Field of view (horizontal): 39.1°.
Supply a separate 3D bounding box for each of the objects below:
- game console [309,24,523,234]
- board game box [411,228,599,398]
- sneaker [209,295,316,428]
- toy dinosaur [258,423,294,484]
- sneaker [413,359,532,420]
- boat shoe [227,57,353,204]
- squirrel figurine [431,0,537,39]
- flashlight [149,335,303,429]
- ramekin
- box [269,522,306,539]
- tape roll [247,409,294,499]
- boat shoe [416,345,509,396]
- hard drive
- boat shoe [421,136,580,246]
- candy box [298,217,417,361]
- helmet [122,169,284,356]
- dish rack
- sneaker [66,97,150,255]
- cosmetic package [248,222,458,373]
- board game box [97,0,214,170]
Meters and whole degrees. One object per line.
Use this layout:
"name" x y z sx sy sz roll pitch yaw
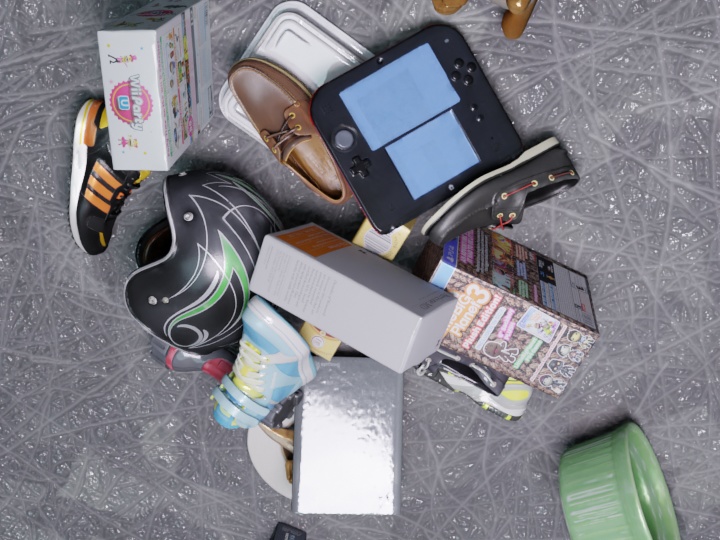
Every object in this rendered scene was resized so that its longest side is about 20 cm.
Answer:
"game console" 0.060 -0.161 1.128 0.200 0.031 0.177 -31 89 -10
"board game box" 0.165 0.036 1.197 0.200 0.159 0.097 25 115 -4
"sneaker" -0.123 0.116 1.157 0.131 0.200 0.080 -42 63 -13
"toy dinosaur" -0.074 0.233 1.341 0.200 0.060 0.106 14 86 -4
"sneaker" 0.130 0.116 1.296 0.200 0.075 0.077 27 94 -9
"boat shoe" -0.073 -0.156 1.142 0.072 0.068 0.200 -37 104 20
"squirrel figurine" 0.117 -0.366 1.055 0.186 0.142 0.200 25 101 6
"flashlight" -0.175 0.133 1.290 0.200 0.068 0.068 31 99 21
"ramekin" 0.327 0.301 1.283 0.098 0.200 0.200 -20 111 23
"box" -0.142 0.483 1.436 0.051 0.158 0.200 23 114 -4
"tape roll" -0.053 0.231 1.379 0.202 0.037 0.203 2 114 5
"boat shoe" 0.091 0.099 1.223 0.200 0.073 0.063 18 81 -9
"hard drive" -0.016 0.209 1.301 0.139 0.033 0.200 2 85 -4
"boat shoe" 0.160 -0.080 1.144 0.201 0.074 0.063 -29 78 -19
"candy box" 0.000 0.000 1.221 0.056 0.117 0.200 30 114 1
"helmet" -0.177 -0.016 1.201 0.200 0.200 0.191 40 104 -11
"dish rack" -0.054 -0.194 1.183 0.200 0.044 0.172 35 114 -8
"sneaker" -0.301 -0.106 1.235 0.090 0.070 0.200 10 113 6
"cosmetic package" -0.008 0.025 1.101 0.200 0.101 0.071 28 112 20
"board game box" -0.216 -0.210 1.107 0.064 0.200 0.148 2 114 6
